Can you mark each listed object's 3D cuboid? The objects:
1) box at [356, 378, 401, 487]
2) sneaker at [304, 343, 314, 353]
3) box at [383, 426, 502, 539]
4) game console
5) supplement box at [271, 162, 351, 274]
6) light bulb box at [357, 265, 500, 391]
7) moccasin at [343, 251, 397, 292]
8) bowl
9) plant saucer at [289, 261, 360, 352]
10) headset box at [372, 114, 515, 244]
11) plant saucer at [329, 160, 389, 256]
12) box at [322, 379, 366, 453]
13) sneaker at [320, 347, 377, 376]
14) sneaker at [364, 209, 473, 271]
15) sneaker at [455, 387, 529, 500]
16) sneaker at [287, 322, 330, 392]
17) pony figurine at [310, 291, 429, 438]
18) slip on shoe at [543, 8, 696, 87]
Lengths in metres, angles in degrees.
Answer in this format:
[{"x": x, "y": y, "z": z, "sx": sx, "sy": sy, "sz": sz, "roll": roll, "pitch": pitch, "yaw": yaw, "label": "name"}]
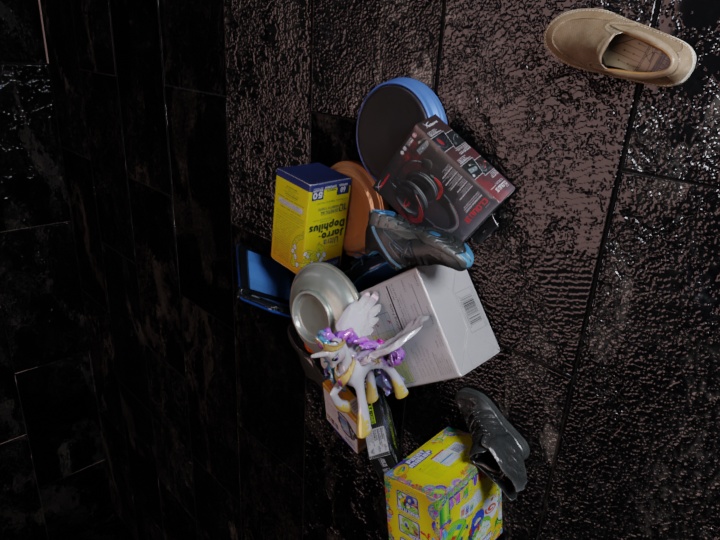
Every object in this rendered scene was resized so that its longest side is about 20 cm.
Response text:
[{"x": 0.040, "y": 0.315, "z": 1.103, "sx": 0.200, "sy": 0.047, "sz": 0.193, "roll": -103, "pitch": -7, "yaw": -45, "label": "box"}, {"x": -0.075, "y": 0.147, "z": 1.189, "sx": 0.200, "sy": 0.077, "sz": 0.073, "roll": -23, "pitch": 96, "yaw": 55, "label": "sneaker"}, {"x": 0.157, "y": 0.428, "z": 1.027, "sx": 0.122, "sy": 0.200, "sz": 0.193, "roll": 8, "pitch": 108, "yaw": 42, "label": "box"}, {"x": -0.171, "y": 0.033, "z": 1.253, "sx": 0.170, "sy": 0.200, "sz": 0.119, "roll": 17, "pitch": 87, "yaw": 35, "label": "game console"}, {"x": -0.103, "y": -0.105, "z": 1.153, "sx": 0.109, "sy": 0.109, "sz": 0.200, "roll": 31, "pitch": 125, "yaw": 37, "label": "supplement box"}, {"x": 0.110, "y": 0.097, "z": 1.026, "sx": 0.200, "sy": 0.125, "sz": 0.199, "roll": -25, "pitch": 85, "yaw": 49, "label": "light bulb box"}, {"x": 0.000, "y": 0.000, "z": 1.136, "sx": 0.200, "sy": 0.080, "sz": 0.068, "roll": -30, "pitch": 60, "yaw": 35, "label": "moccasin"}, {"x": 0.068, "y": -0.243, "z": 1.020, "sx": 0.200, "sy": 0.039, "sz": 0.201, "roll": 19, "pitch": 117, "yaw": 42, "label": "bowl"}, {"x": -0.079, "y": 0.085, "z": 1.084, "sx": 0.200, "sy": 0.050, "sz": 0.201, "roll": 13, "pitch": 111, "yaw": 38, "label": "plant saucer"}, {"x": 0.140, "y": -0.129, "z": 0.924, "sx": 0.200, "sy": 0.075, "sz": 0.149, "roll": 45, "pitch": 134, "yaw": 6, "label": "headset box"}, {"x": -0.022, "y": -0.126, "z": 1.164, "sx": 0.200, "sy": 0.032, "sz": 0.201, "roll": 18, "pitch": 115, "yaw": 43, "label": "plant saucer"}, {"x": -0.032, "y": 0.335, "z": 1.288, "sx": 0.119, "sy": 0.041, "sz": 0.200, "roll": 42, "pitch": 153, "yaw": 30, "label": "box"}, {"x": -0.010, "y": 0.180, "z": 1.234, "sx": 0.200, "sy": 0.078, "sz": 0.100, "roll": -1, "pitch": 93, "yaw": 40, "label": "sneaker"}, {"x": 0.091, "y": -0.034, "z": 0.909, "sx": 0.200, "sy": 0.073, "sz": 0.082, "roll": 27, "pitch": 110, "yaw": 35, "label": "sneaker"}, {"x": 0.221, "y": 0.296, "z": 0.988, "sx": 0.200, "sy": 0.104, "sz": 0.060, "roll": 44, "pitch": 131, "yaw": 28, "label": "sneaker"}, {"x": -0.119, "y": 0.212, "z": 1.355, "sx": 0.200, "sy": 0.076, "sz": 0.091, "roll": 54, "pitch": 141, "yaw": 23, "label": "sneaker"}, {"x": 0.013, "y": 0.146, "z": 0.937, "sx": 0.166, "sy": 0.193, "sz": 0.200, "roll": 14, "pitch": 133, "yaw": 47, "label": "pony figurine"}, {"x": 0.318, "y": -0.285, "z": 0.719, "sx": 0.200, "sy": 0.061, "sz": 0.076, "roll": 39, "pitch": 129, "yaw": 32, "label": "slip on shoe"}]
